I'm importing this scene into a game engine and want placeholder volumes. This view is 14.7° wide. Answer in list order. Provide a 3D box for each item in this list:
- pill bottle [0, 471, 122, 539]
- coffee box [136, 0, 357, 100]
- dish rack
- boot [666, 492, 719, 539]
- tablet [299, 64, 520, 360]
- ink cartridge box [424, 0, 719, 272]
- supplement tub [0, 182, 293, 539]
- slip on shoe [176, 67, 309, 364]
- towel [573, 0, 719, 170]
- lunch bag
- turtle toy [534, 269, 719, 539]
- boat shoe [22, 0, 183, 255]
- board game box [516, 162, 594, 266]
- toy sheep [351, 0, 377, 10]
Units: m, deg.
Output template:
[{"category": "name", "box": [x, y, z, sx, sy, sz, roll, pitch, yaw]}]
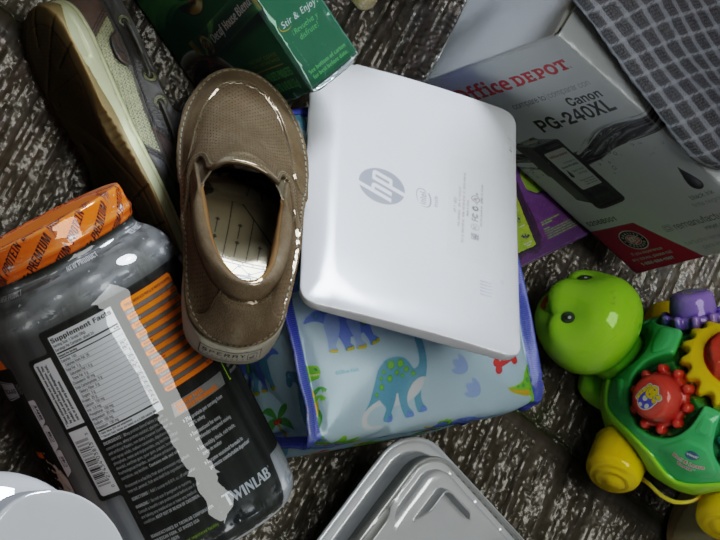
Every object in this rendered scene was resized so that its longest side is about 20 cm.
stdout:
[{"category": "pill bottle", "box": [-0.201, 0.161, 1.429, 0.112, 0.200, 0.112, 6, 79, -33]}, {"category": "coffee box", "box": [-0.097, -0.185, 1.605, 0.044, 0.123, 0.200, -41, 106, -28]}, {"category": "dish rack", "box": [0.049, 0.216, 1.652, 0.200, 0.044, 0.172, 48, 69, -27]}, {"category": "boot", "box": [0.259, 0.215, 1.812, 0.144, 0.071, 0.201, 42, 60, -30]}, {"category": "tablet", "box": [0.030, -0.038, 1.591, 0.130, 0.014, 0.200, 15, 44, -13]}, {"category": "ink cartridge box", "box": [0.159, -0.099, 1.711, 0.200, 0.145, 0.083, 40, 63, -21]}, {"category": "supplement tub", "box": [-0.130, 0.061, 1.540, 0.122, 0.122, 0.200, -32, 99, -33]}, {"category": "slip on shoe", "box": [-0.065, -0.043, 1.519, 0.076, 0.061, 0.200, 9, 49, -5]}, {"category": "towel", "box": [0.208, -0.151, 1.567, 0.086, 0.166, 0.200, -44, 105, -25]}, {"category": "lunch bag", "box": [0.000, 0.000, 1.635, 0.170, 0.127, 0.200, -7, 82, -33]}, {"category": "turtle toy", "box": [0.200, 0.068, 1.752, 0.200, 0.101, 0.146, 24, 55, 2]}, {"category": "boat shoe", "box": [-0.121, -0.069, 1.597, 0.065, 0.073, 0.200, -28, 97, -31]}, {"category": "board game box", "box": [0.113, -0.074, 1.779, 0.200, 0.032, 0.120, -25, 99, -34]}, {"category": "toy sheep", "box": [0.016, -0.233, 1.683, 0.200, 0.138, 0.138, -16, 91, -49]}]
